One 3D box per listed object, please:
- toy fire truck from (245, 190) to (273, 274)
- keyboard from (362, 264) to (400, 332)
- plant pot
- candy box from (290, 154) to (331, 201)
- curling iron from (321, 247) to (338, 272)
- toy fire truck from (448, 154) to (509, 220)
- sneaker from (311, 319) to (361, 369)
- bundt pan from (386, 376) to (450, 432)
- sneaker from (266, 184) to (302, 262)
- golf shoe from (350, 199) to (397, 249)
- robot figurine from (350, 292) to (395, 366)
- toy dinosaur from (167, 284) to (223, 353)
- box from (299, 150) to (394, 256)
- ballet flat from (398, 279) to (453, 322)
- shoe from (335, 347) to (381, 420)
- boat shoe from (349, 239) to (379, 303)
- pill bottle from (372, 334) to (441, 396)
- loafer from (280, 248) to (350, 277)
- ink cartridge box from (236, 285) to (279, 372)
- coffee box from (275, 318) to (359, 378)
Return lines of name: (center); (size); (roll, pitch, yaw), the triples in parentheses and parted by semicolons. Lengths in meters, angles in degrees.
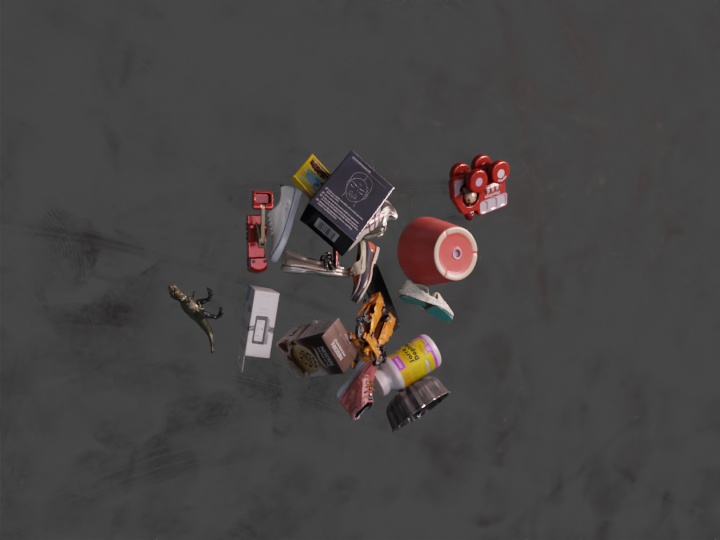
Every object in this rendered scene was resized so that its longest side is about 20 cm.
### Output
toy fire truck: (-0.252, -0.092, 1.305); (0.047, 0.140, 0.206); (-2, 94, -21)
keyboard: (0.043, 0.094, 1.503); (0.103, 0.039, 0.204); (-32, 105, -41)
plant pot: (0.226, -0.051, 1.483); (0.195, 0.177, 0.207); (-2, 94, -22)
candy box: (-0.089, -0.204, 1.401); (0.200, 0.026, 0.103); (46, 54, -16)
curling iron: (-0.072, -0.092, 1.401); (0.049, 0.025, 0.205); (37, 51, -50)
toy fire truck: (0.356, -0.241, 1.568); (0.196, 0.112, 0.172); (-22, 120, -18)
sneaker: (-0.059, 0.191, 1.443); (0.200, 0.078, 0.078); (45, 76, -28)
bundt pan: (0.155, 0.371, 1.489); (0.199, 0.203, 0.077); (-28, 68, -18)
sneaker: (-0.213, -0.125, 1.364); (0.069, 0.073, 0.205); (18, 78, -13)
golf shoe: (0.023, -0.118, 1.430); (0.088, 0.077, 0.201); (40, 72, -1)
robot figurine: (0.033, 0.158, 1.384); (0.147, 0.057, 0.201); (58, 34, -20)
toy dinosaur: (-0.396, 0.102, 1.313); (0.087, 0.047, 0.203); (-33, 106, -2)
box: (-0.034, -0.170, 1.328); (0.148, 0.107, 0.201); (39, 63, -4)
ballet flat: (0.201, 0.085, 1.543); (0.197, 0.071, 0.073); (27, 84, -22)
shoe: (0.016, 0.312, 1.429); (0.071, 0.091, 0.202); (11, 120, -53)
boat shoe: (0.000, 0.000, 1.419); (0.061, 0.071, 0.203); (27, 51, -12)
pill bottle: (0.128, 0.276, 1.504); (0.197, 0.104, 0.106); (-29, 104, -18)
loafer: (-0.116, -0.018, 1.407); (0.194, 0.072, 0.065); (6, 86, -19)
ink cartridge box: (-0.262, 0.148, 1.331); (0.066, 0.116, 0.206); (9, 91, -20)
coffee box: (-0.113, 0.203, 1.344); (0.080, 0.197, 0.115); (-42, 108, -42)
